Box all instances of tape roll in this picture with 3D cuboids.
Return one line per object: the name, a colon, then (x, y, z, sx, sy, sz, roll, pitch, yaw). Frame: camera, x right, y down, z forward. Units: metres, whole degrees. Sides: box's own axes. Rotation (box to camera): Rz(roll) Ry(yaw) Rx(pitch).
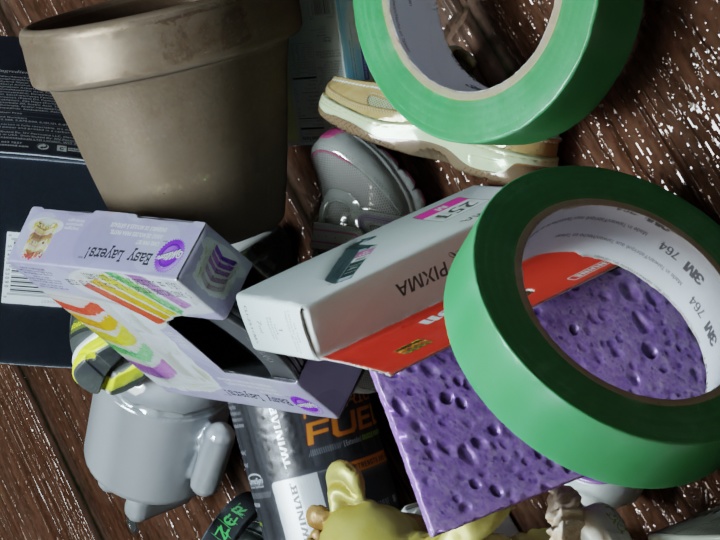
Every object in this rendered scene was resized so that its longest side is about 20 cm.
tape roll: (0.148, 0.030, 1.320, 0.201, 0.200, 0.048, 56, 141, 25)
tape roll: (0.083, -0.178, 1.413, 0.200, 0.048, 0.201, 2, 93, 43)

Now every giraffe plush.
giraffe plush: (0.039, 0.208, 1.481, 0.162, 0.200, 0.173, 14, 71, 41)

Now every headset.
headset: (-0.113, 0.252, 1.844, 0.094, 0.124, 0.200, 23, 150, 20)

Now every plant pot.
plant pot: (-0.123, -0.107, 1.600, 0.200, 0.200, 0.175, 3, 109, 54)

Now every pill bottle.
pill bottle: (-0.044, 0.106, 1.702, 0.106, 0.106, 0.200, -15, 90, 56)

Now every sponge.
sponge: (0.114, 0.075, 1.391, 0.030, 0.200, 0.112, 117, 132, -77)

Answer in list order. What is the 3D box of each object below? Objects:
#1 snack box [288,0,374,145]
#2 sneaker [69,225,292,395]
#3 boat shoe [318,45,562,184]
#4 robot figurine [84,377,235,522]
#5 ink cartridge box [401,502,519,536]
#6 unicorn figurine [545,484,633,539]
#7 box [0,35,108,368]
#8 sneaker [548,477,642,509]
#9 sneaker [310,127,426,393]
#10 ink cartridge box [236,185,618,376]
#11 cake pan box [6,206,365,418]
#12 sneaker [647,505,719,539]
snack box: (-0.056, -0.150, 1.684, 0.200, 0.037, 0.116, 3, 103, 54)
sneaker: (-0.148, 0.011, 1.770, 0.074, 0.200, 0.085, 53, -172, -49)
boat shoe: (0.057, -0.113, 1.524, 0.200, 0.072, 0.076, 19, 104, 37)
robot figurine: (-0.164, 0.110, 1.867, 0.170, 0.113, 0.200, 39, 133, 30)
ink cartridge box: (0.056, 0.266, 1.641, 0.144, 0.084, 0.200, 60, 143, 21)
unicorn figurine: (0.173, 0.210, 1.425, 0.137, 0.074, 0.200, -118, 5, -70)
box: (-0.264, -0.057, 1.870, 0.197, 0.124, 0.200, -100, 17, -56)
sneaker: (0.117, 0.084, 1.515, 0.200, 0.081, 0.084, 27, 111, 36)
sneaker: (0.000, 0.000, 1.599, 0.081, 0.088, 0.200, -1, 109, 55)
ink cartridge box: (0.047, 0.002, 1.435, 0.173, 0.200, 0.044, 6, 117, 60)
cake pan box: (-0.117, 0.029, 1.570, 0.200, 0.184, 0.052, 6, 63, 44)
sneaker: (0.249, 0.197, 1.350, 0.200, 0.075, 0.106, -5, 101, 59)
